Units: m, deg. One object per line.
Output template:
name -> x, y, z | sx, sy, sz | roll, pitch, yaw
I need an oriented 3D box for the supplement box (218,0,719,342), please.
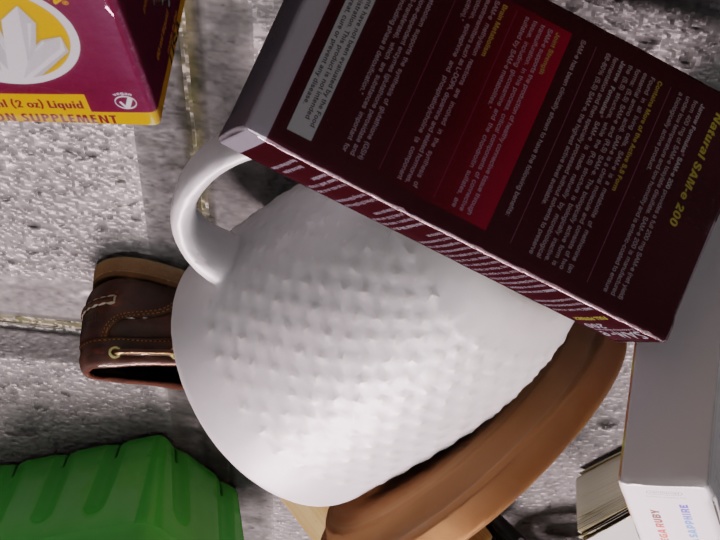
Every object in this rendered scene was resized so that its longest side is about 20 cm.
supplement box -> 0.055, -0.059, 0.882 | 0.199, 0.109, 0.061 | 27, 172, -12

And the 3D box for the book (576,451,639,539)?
book -> 0.242, 0.125, 1.260 | 0.133, 0.048, 0.200 | 19, 146, -27

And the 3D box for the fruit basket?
fruit basket -> -0.184, 0.219, 1.345 | 0.215, 0.217, 0.155 | -13, 144, 30

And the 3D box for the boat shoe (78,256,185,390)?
boat shoe -> -0.059, 0.053, 1.171 | 0.199, 0.071, 0.070 | 12, 148, -11

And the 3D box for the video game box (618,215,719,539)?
video game box -> 0.166, 0.051, 0.995 | 0.047, 0.201, 0.182 | -1, 148, 20

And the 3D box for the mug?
mug -> 0.000, 0.000, 1.005 | 0.200, 0.148, 0.175 | 37, 132, -25

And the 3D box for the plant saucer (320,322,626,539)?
plant saucer -> 0.052, 0.086, 1.097 | 0.032, 0.200, 0.200 | 48, 137, -11

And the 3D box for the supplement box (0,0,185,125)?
supplement box -> -0.145, -0.149, 0.836 | 0.110, 0.086, 0.200 | 1, 148, 10

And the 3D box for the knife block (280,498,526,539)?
knife block -> 0.019, 0.169, 1.244 | 0.199, 0.176, 0.064 | 10, 148, -5
